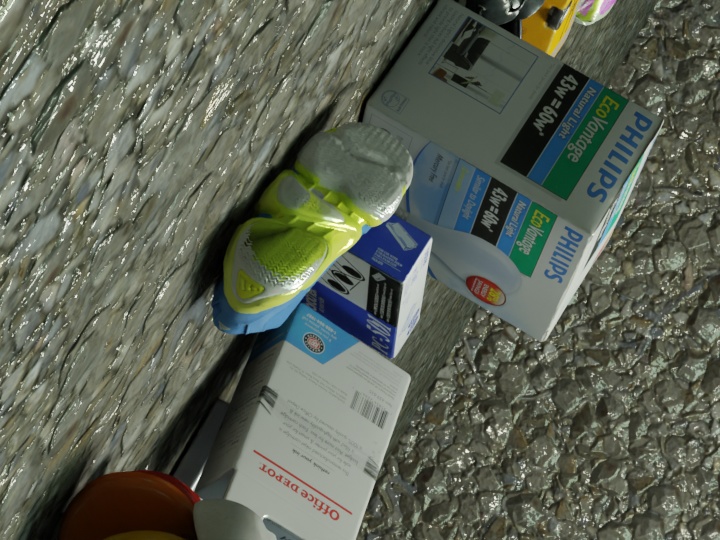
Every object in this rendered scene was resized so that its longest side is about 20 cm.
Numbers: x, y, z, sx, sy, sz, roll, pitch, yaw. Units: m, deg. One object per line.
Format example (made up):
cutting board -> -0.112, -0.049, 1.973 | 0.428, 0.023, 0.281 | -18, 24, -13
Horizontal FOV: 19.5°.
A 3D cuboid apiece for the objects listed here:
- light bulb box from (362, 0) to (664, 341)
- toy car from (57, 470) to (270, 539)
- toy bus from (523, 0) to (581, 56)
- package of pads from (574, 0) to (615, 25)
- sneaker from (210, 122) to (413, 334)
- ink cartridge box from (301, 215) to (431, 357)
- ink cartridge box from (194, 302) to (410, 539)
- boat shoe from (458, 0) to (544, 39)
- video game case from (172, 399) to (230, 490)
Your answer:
light bulb box -> 0.106, -0.076, 1.648 | 0.125, 0.199, 0.199 | -56, 171, -26
toy car -> -0.136, 0.213, 1.389 | 0.150, 0.174, 0.201 | -110, 180, -47
toy bus -> 0.158, -0.237, 1.880 | 0.079, 0.065, 0.200 | -57, 171, -28
package of pads -> 0.253, -0.344, 2.073 | 0.201, 0.068, 0.154 | -63, 173, 15
sneaker -> -0.043, -0.025, 1.426 | 0.200, 0.076, 0.105 | -41, 173, -46
ink cartridge box -> 0.000, 0.000, 1.591 | 0.044, 0.094, 0.200 | -57, 172, -15
ink cartridge box -> -0.049, 0.141, 1.597 | 0.067, 0.116, 0.201 | -33, -151, 50
boat shoe -> 0.114, -0.220, 1.655 | 0.075, 0.066, 0.200 | -55, 171, -27
video game case -> -0.146, 0.202, 1.723 | 0.201, 0.024, 0.182 | -60, 172, -4
